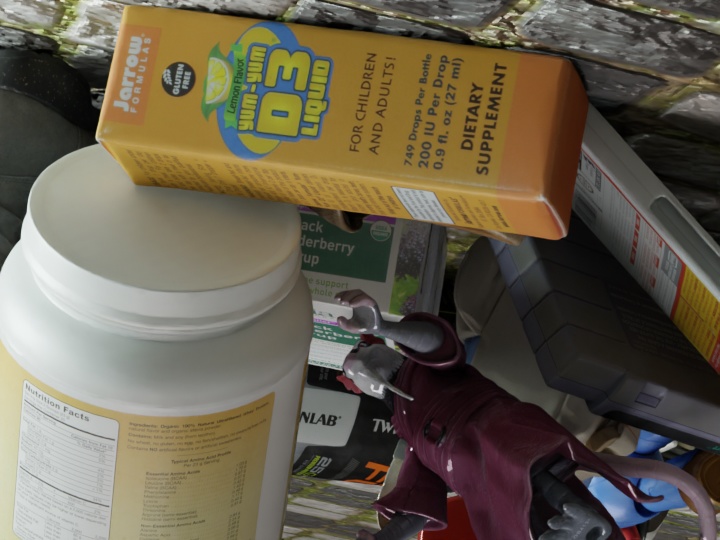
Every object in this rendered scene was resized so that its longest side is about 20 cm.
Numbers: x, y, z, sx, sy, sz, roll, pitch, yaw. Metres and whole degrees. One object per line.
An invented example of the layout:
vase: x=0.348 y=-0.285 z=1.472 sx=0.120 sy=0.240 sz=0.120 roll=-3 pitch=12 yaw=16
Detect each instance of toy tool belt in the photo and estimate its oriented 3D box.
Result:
toy tool belt: x=0.087 y=0.079 z=1.504 sx=0.124 sy=0.201 sz=0.123 roll=18 pitch=169 yaw=12

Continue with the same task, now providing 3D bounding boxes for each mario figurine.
mario figurine: x=0.123 y=0.128 z=1.592 sx=0.106 sy=0.124 sz=0.200 roll=23 pitch=146 yaw=-22

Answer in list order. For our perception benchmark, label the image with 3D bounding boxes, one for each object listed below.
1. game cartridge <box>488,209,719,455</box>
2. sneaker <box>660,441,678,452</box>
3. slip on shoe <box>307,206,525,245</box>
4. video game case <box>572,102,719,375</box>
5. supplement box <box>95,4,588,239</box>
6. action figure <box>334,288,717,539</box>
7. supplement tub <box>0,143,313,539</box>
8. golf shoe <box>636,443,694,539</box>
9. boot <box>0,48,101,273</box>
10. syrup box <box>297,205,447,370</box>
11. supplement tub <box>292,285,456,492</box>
game cartridge: x=0.150 y=0.030 z=1.404 sx=0.199 sy=0.130 sz=0.038 roll=19 pitch=131 yaw=-36
sneaker: x=0.177 y=0.053 z=1.627 sx=0.199 sy=0.079 sz=0.090 roll=-14 pitch=154 yaw=41
slip on shoe: x=-0.008 y=-0.049 z=1.294 sx=0.199 sy=0.061 sz=0.076 roll=7 pitch=169 yaw=19
video game case: x=0.160 y=0.019 z=1.278 sx=0.200 sy=0.017 sz=0.143 roll=49 pitch=175 yaw=11
supplement box: x=-0.008 y=-0.063 z=1.211 sx=0.199 sy=0.067 sz=0.069 roll=7 pitch=169 yaw=15
action figure: x=0.061 y=0.075 z=1.359 sx=0.148 sy=0.135 sz=0.200 roll=-11 pitch=-145 yaw=-32
supplement tub: x=-0.097 y=0.056 z=1.299 sx=0.143 sy=0.201 sz=0.145 roll=6 pitch=-147 yaw=-4
golf shoe: x=0.128 y=0.114 z=1.815 sx=0.199 sy=0.095 sz=0.078 roll=21 pitch=167 yaw=-27
boot: x=-0.148 y=-0.019 z=1.394 sx=0.069 sy=0.133 sz=0.200 roll=3 pitch=167 yaw=29
syrup box: x=0.000 y=0.000 z=1.487 sx=0.078 sy=0.082 sz=0.200 roll=9 pitch=170 yaw=5
supplement tub: x=0.008 y=0.064 z=1.670 sx=0.199 sy=0.123 sz=0.122 roll=8 pitch=171 yaw=-24
